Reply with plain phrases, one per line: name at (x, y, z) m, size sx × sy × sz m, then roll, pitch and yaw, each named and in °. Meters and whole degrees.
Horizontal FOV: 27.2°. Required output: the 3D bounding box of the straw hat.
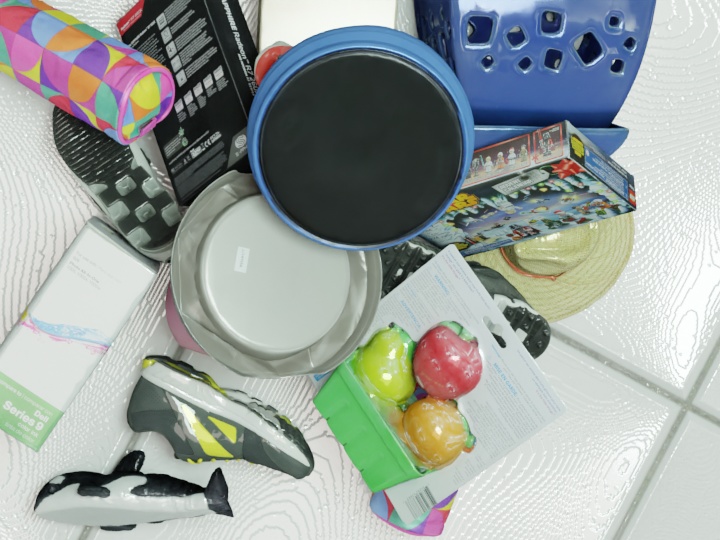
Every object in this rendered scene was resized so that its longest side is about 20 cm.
straw hat at (0.189, -0.036, 1.482) m, size 0.199 × 0.085 × 0.203 m, roll -1°, pitch 95°, yaw -7°

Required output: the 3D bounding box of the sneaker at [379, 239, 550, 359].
sneaker at (0.090, 0.019, 1.447) m, size 0.199 × 0.091 × 0.067 m, roll 27°, pitch 106°, yaw -12°

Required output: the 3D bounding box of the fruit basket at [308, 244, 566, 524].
fruit basket at (0.065, 0.106, 1.378) m, size 0.200 × 0.094 × 0.186 m, roll -38°, pitch 79°, yaw 17°

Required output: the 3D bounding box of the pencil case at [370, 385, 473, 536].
pencil case at (0.075, 0.161, 1.478) m, size 0.088 × 0.088 × 0.201 m, roll 19°, pitch 91°, yaw -8°

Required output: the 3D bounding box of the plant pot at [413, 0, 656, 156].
plant pot at (0.156, -0.200, 1.413) m, size 0.198 × 0.200 × 0.181 m, roll 1°, pitch 100°, yaw -8°

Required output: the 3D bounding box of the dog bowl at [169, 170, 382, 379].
dog bowl at (-0.082, 0.004, 1.351) m, size 0.198 × 0.059 × 0.202 m, roll 3°, pitch 82°, yaw -22°

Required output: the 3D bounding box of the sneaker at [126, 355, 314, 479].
sneaker at (-0.140, 0.160, 1.471) m, size 0.199 × 0.074 × 0.085 m, roll 30°, pitch 96°, yaw 0°

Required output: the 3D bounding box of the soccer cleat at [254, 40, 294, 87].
soccer cleat at (-0.004, -0.148, 1.338) m, size 0.199 × 0.085 × 0.069 m, roll 26°, pitch 112°, yaw -10°

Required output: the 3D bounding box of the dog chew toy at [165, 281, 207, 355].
dog chew toy at (-0.110, -0.012, 1.433) m, size 0.124 × 0.125 × 0.201 m, roll 20°, pitch 85°, yaw -8°

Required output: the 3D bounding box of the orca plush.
orca plush at (-0.220, 0.202, 1.450) m, size 0.199 × 0.105 × 0.072 m, roll -12°, pitch 58°, yaw 25°

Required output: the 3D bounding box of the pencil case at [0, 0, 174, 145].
pencil case at (-0.266, -0.189, 1.374) m, size 0.199 × 0.088 × 0.089 m, roll 30°, pitch 91°, yaw 24°

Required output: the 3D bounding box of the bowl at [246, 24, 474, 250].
bowl at (0.001, -0.109, 1.285) m, size 0.199 × 0.039 × 0.202 m, roll -1°, pitch 115°, yaw -1°

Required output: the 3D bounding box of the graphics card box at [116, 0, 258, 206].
graphics card box at (-0.148, -0.175, 1.381) m, size 0.051 × 0.125 × 0.201 m, roll -3°, pitch 67°, yaw -47°

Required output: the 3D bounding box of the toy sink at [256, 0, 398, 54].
toy sink at (-0.034, -0.239, 1.425) m, size 0.129 × 0.112 × 0.202 m, roll 2°, pitch 94°, yaw -6°

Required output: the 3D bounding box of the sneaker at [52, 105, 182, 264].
sneaker at (-0.233, -0.086, 1.436) m, size 0.074 × 0.089 × 0.201 m, roll -29°, pitch 73°, yaw -7°

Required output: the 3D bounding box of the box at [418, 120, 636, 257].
box at (0.138, -0.070, 1.383) m, size 0.199 × 0.137 × 0.040 m, roll -16°, pitch 62°, yaw 33°

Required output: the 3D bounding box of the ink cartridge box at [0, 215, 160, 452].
ink cartridge box at (-0.277, 0.054, 1.400) m, size 0.087 × 0.145 × 0.201 m, roll 33°, pitch 90°, yaw -9°
